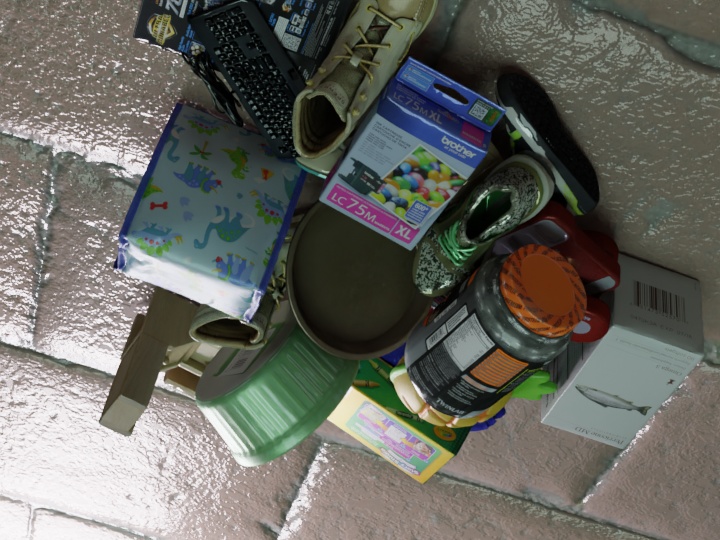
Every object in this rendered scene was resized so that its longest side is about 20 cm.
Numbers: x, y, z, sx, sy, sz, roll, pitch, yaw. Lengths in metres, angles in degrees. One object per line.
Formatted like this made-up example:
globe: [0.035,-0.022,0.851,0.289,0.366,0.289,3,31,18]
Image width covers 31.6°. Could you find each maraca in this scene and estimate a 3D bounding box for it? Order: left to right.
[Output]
maraca: [0.132,0.131,1.513,0.197,0.108,0.137,-1,160,20]

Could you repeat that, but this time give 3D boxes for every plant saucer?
plant saucer: [0.000,0.000,1.449,0.200,0.201,0.029,39,166,-26]

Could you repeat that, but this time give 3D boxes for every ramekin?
ramekin: [-0.106,0.129,1.535,0.199,0.201,0.098,-28,113,35]

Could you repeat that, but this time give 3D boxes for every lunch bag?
lunch bag: [-0.157,-0.071,1.388,0.168,0.202,0.128,21,156,-7]

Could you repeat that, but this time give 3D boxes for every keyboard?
keyboard: [-0.111,-0.182,1.310,0.103,0.040,0.201,-13,132,25]

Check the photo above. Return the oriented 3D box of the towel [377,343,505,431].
towel: [0.095,0.137,1.645,0.146,0.050,0.201,-7,133,19]

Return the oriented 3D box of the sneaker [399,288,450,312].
sneaker: [0.029,0.036,1.538,0.197,0.075,0.081,-2,135,17]

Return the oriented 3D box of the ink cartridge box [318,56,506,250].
ink cartridge box: [0.051,-0.116,1.306,0.118,0.042,0.200,28,133,-10]

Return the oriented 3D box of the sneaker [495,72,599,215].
sneaker: [0.179,-0.118,1.346,0.082,0.072,0.200,-18,129,30]

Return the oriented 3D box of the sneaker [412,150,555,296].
sneaker: [0.110,-0.042,1.313,0.077,0.088,0.200,47,122,9]

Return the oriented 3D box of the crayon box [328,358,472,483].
crayon box: [0.033,0.184,1.651,0.199,0.058,0.119,34,148,-1]

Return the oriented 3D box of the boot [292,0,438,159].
boot: [0.003,-0.211,1.227,0.072,0.155,0.201,32,136,2]

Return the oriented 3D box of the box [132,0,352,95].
box: [-0.111,-0.279,1.266,0.196,0.050,0.201,21,137,-7]

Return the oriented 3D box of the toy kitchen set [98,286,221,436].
toy kitchen set: [-0.229,0.168,1.661,0.198,0.182,0.163,27,136,-16]

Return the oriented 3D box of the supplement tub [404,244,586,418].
supplement tub: [0.142,0.064,1.343,0.122,0.123,0.200,28,139,-15]

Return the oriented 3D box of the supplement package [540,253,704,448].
supplement package: [0.305,0.098,1.504,0.116,0.118,0.201,17,137,-8]

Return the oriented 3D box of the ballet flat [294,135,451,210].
ballet flat: [0.026,-0.114,1.402,0.198,0.070,0.070,21,136,-11]

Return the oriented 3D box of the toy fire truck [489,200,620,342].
toy fire truck: [0.185,0.001,1.419,0.199,0.113,0.168,-21,131,42]

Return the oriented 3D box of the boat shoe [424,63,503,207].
boat shoe: [0.104,-0.135,1.353,0.071,0.065,0.201,-26,124,10]

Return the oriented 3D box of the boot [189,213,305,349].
boot: [-0.095,0.014,1.475,0.198,0.156,0.072,-8,133,19]
